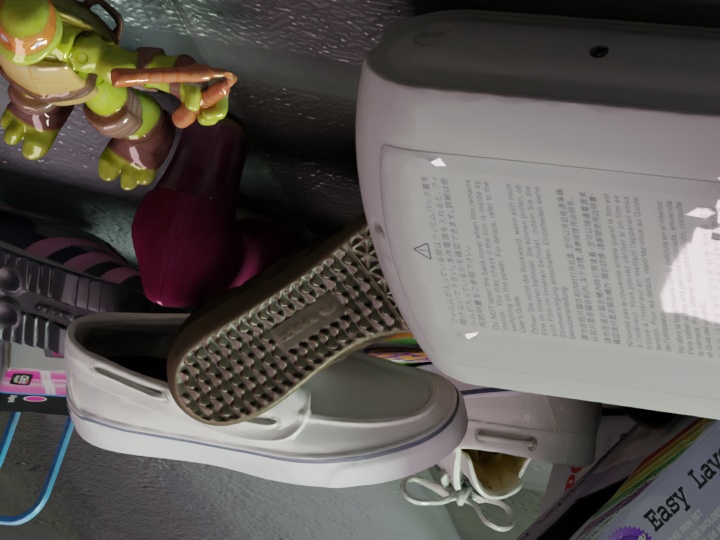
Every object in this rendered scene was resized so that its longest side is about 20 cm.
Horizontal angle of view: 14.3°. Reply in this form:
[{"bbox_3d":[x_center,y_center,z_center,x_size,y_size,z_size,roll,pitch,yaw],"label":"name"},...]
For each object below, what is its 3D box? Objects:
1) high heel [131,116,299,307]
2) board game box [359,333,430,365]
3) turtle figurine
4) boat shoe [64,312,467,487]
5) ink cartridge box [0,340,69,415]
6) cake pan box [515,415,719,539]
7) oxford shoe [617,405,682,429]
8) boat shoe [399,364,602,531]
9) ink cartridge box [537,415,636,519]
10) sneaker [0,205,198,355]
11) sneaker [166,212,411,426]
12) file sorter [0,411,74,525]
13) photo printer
[{"bbox_3d":[-0.073,0.006,1.393,0.067,0.096,0.200,16,159,5],"label":"high heel"},{"bbox_3d":[0.040,0.027,1.417,0.095,0.030,0.199,6,173,-39],"label":"board game box"},{"bbox_3d":[-0.142,-0.091,1.249,0.199,0.065,0.161,6,166,7],"label":"turtle figurine"},{"bbox_3d":[-0.048,0.056,1.382,0.199,0.074,0.066,1,134,7],"label":"boat shoe"},{"bbox_3d":[-0.100,0.057,1.566,0.199,0.037,0.095,3,163,-12],"label":"ink cartridge box"},{"bbox_3d":[0.141,0.107,1.341,0.052,0.200,0.184,48,158,1],"label":"cake pan box"},{"bbox_3d":[0.125,0.013,1.268,0.072,0.085,0.200,13,156,26],"label":"oxford shoe"},{"bbox_3d":[0.061,0.093,1.493,0.074,0.087,0.202,3,172,-33],"label":"boat shoe"},{"bbox_3d":[0.184,0.154,1.490,0.199,0.148,0.083,-5,150,45],"label":"ink cartridge box"},{"bbox_3d":[-0.125,0.015,1.479,0.199,0.082,0.070,25,119,12],"label":"sneaker"},{"bbox_3d":[0.000,0.000,1.308,0.199,0.076,0.071,-24,110,5],"label":"sneaker"},{"bbox_3d":[-0.264,0.048,1.624,0.138,0.123,0.200,2,154,35],"label":"file sorter"},{"bbox_3d":[0.094,-0.022,1.149,0.199,0.070,0.167,6,130,26],"label":"photo printer"}]
